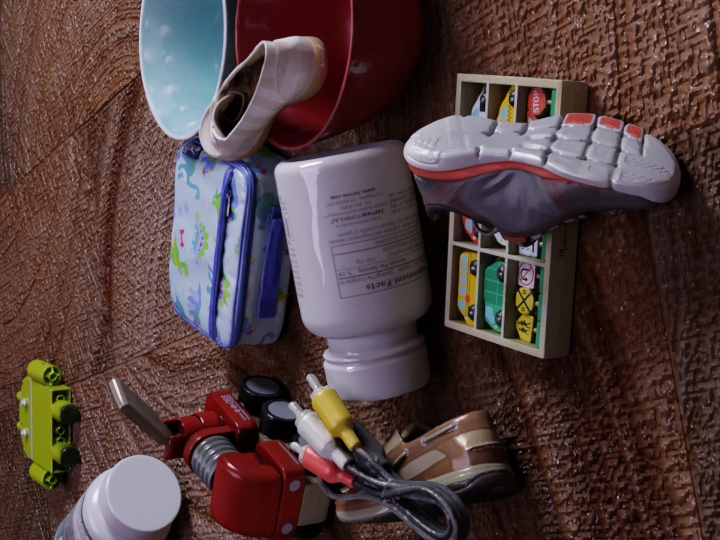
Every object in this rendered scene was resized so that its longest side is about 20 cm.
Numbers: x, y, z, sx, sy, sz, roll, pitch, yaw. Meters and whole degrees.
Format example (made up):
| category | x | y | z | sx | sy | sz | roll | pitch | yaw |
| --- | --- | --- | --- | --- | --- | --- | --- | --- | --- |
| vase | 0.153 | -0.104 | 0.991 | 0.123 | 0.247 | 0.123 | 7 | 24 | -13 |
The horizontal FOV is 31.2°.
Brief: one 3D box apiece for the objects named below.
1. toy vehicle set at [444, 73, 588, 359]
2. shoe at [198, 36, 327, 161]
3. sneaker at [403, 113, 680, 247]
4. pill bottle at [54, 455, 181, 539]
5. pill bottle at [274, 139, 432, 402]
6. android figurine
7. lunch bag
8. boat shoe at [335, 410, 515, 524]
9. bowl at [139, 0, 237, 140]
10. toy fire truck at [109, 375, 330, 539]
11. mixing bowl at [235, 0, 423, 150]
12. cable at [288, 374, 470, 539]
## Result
| category | x | y | z | sx | sy | sz | roll | pitch | yaw |
| --- | --- | --- | --- | --- | --- | --- | --- | --- | --- |
| toy vehicle set | 0.115 | -0.045 | 0.980 | 0.124 | 0.026 | 0.203 | 15 | 105 | 56 |
| shoe | -0.097 | -0.146 | 1.084 | 0.199 | 0.053 | 0.071 | -30 | 68 | 55 |
| sneaker | 0.128 | -0.058 | 0.898 | 0.198 | 0.077 | 0.083 | 10 | 128 | 31 |
| pill bottle | -0.295 | 0.308 | 1.573 | 0.200 | 0.112 | 0.114 | -47 | 55 | 48 |
| pill bottle | 0.000 | 0.000 | 1.076 | 0.114 | 0.113 | 0.203 | 3 | 106 | 57 |
| android figurine | -0.465 | 0.224 | 1.901 | 0.199 | 0.041 | 0.185 | 13 | 103 | 55 |
| lunch bag | -0.131 | -0.031 | 1.321 | 0.160 | 0.082 | 0.203 | 33 | 121 | 48 |
| boat shoe | 0.051 | 0.164 | 1.065 | 0.199 | 0.075 | 0.075 | -26 | 65 | 47 |
| bowl | -0.135 | -0.232 | 1.286 | 0.200 | 0.104 | 0.204 | 9 | 101 | 57 |
| toy fire truck | -0.140 | 0.172 | 1.238 | 0.176 | 0.198 | 0.130 | 39 | 125 | 49 |
| mixing bowl | -0.016 | -0.205 | 1.098 | 0.199 | 0.107 | 0.204 | 10 | 102 | 58 |
| cable | 0.006 | 0.170 | 1.021 | 0.200 | 0.050 | 0.098 | 41 | 127 | 45 |
